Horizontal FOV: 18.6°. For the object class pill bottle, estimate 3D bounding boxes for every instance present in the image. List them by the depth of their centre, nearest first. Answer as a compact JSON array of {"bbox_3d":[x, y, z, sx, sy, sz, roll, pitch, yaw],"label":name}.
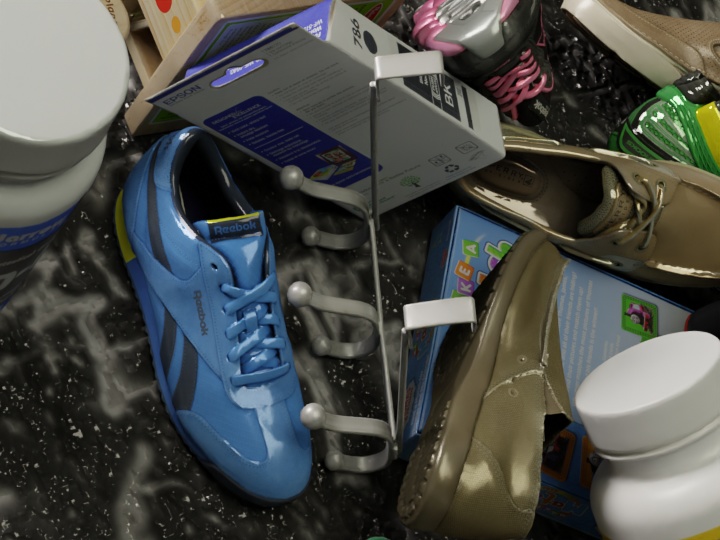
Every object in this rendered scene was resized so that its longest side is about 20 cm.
[{"bbox_3d":[-0.186,-0.052,1.029,0.113,0.200,0.114,13,59,-22],"label":"pill bottle"},{"bbox_3d":[0.186,0.138,1.144,0.111,0.111,0.201,-38,111,-38],"label":"pill bottle"}]

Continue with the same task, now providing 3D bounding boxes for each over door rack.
[{"bbox_3d":[0.000,0.000,1.109,0.066,0.200,0.149,-1,64,-13],"label":"over door rack"}]

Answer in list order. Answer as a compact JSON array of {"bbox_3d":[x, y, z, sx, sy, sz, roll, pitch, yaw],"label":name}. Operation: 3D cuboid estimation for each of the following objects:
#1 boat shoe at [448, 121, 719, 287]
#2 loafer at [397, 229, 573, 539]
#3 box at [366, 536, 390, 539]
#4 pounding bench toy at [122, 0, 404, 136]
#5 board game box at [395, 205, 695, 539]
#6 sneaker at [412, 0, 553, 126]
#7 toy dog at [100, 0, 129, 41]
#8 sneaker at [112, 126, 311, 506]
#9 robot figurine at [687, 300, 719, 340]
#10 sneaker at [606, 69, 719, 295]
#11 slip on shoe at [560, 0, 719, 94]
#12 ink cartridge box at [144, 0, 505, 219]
[{"bbox_3d":[0.144,-0.035,1.252,0.199,0.065,0.073,18,99,-1],"label":"boat shoe"},{"bbox_3d":[0.075,0.064,1.137,0.067,0.076,0.201,29,51,-7],"label":"loafer"},{"bbox_3d":[0.036,0.239,1.090,0.200,0.048,0.117,50,53,0],"label":"box"},{"bbox_3d":[-0.062,-0.195,1.176,0.124,0.200,0.157,-13,71,-33],"label":"pounding bench toy"},{"bbox_3d":[0.122,0.068,1.236,0.199,0.037,0.152,24,55,-17],"label":"board game box"},{"bbox_3d":[0.082,-0.124,1.250,0.096,0.079,0.200,57,8,-8],"label":"sneaker"},{"bbox_3d":[-0.211,-0.132,1.111,0.200,0.132,0.097,25,37,-51],"label":"toy dog"},{"bbox_3d":[-0.069,0.021,1.132,0.066,0.078,0.201,-11,71,-35],"label":"sneaker"},{"bbox_3d":[0.277,0.033,1.192,0.125,0.199,0.151,-33,101,-56],"label":"robot figurine"},{"bbox_3d":[0.216,-0.015,1.321,0.201,0.085,0.078,62,13,-1],"label":"sneaker"},{"bbox_3d":[0.214,-0.128,1.360,0.199,0.076,0.061,32,96,-14],"label":"slip on shoe"},{"bbox_3d":[-0.016,-0.088,1.155,0.200,0.099,0.039,27,48,-52],"label":"ink cartridge box"}]
